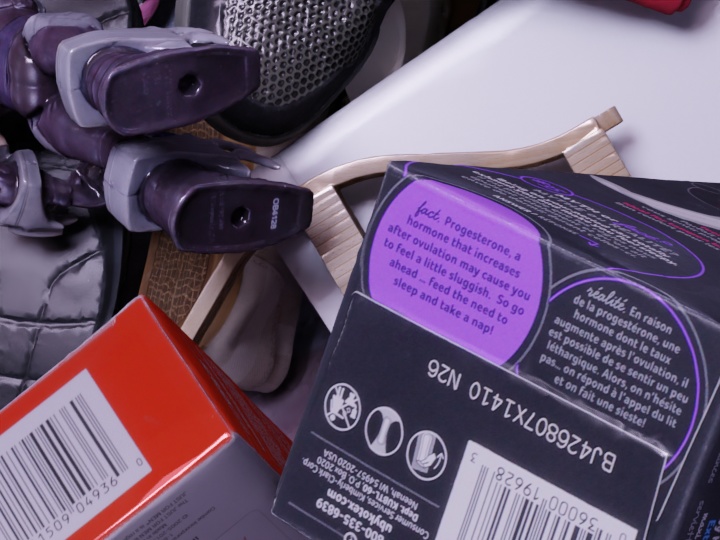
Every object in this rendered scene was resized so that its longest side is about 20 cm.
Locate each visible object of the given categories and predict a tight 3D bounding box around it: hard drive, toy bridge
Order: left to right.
[{"bbox_3d":[0.000,0.000,0.789,0.199,0.027,0.067,-32,86,4],"label":"toy bridge"},{"bbox_3d":[0.075,-0.031,0.811,0.199,0.026,0.132,-34,86,4],"label":"hard drive"}]

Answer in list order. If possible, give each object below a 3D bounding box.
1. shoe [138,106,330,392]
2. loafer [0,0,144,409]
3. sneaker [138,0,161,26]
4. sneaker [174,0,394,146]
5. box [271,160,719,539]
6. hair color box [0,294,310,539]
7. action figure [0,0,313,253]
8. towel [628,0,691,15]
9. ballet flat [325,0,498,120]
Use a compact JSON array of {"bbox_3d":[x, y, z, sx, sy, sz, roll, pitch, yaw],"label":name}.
[{"bbox_3d":[-0.041,-0.045,0.896,0.070,0.053,0.201,-30,43,47],"label":"shoe"},{"bbox_3d":[-0.113,-0.014,0.897,0.072,0.072,0.201,13,87,10],"label":"loafer"},{"bbox_3d":[-0.083,-0.168,0.946,0.200,0.086,0.080,-48,44,-7],"label":"sneaker"},{"bbox_3d":[0.007,-0.136,0.795,0.076,0.114,0.200,35,76,-11],"label":"sneaker"},{"bbox_3d":[0.090,0.041,0.683,0.122,0.199,0.107,28,107,33],"label":"box"},{"bbox_3d":[-0.049,0.099,0.723,0.101,0.200,0.061,-38,54,0],"label":"hair color box"},{"bbox_3d":[-0.101,-0.064,0.801,0.069,0.131,0.200,-22,31,-30],"label":"action figure"},{"bbox_3d":[0.041,-0.172,0.735,0.023,0.199,0.145,-100,31,-63],"label":"towel"},{"bbox_3d":[0.029,-0.109,0.884,0.068,0.068,0.201,-1,63,25],"label":"ballet flat"}]
